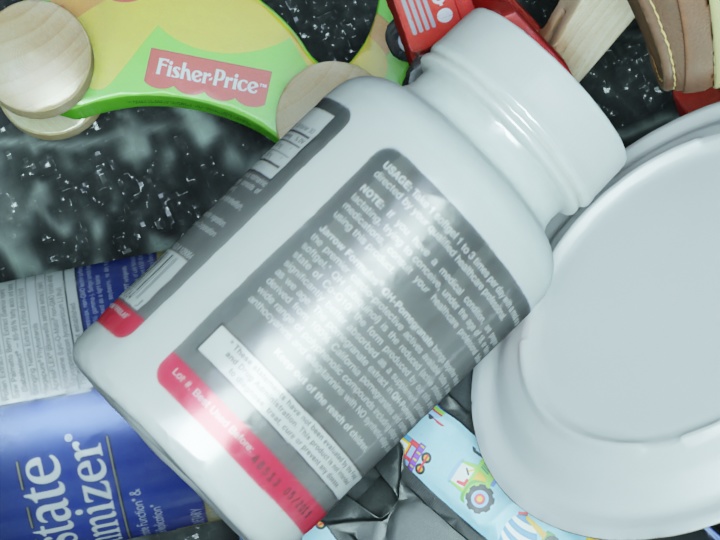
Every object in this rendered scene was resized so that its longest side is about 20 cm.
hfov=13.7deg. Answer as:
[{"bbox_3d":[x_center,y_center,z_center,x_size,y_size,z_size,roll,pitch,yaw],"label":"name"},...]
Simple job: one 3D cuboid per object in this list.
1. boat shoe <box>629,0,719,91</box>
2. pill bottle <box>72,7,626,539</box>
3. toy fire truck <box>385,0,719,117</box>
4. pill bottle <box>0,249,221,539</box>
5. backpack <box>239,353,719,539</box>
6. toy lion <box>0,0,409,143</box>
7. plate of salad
[{"bbox_3d":[0.084,-0.155,1.093,0.067,0.072,0.201,-20,110,1],"label":"boat shoe"},{"bbox_3d":[0.000,0.000,1.104,0.200,0.111,0.111,-44,87,-6],"label":"pill bottle"},{"bbox_3d":[0.082,-0.099,1.175,0.141,0.049,0.200,-21,121,-2],"label":"toy fire truck"},{"bbox_3d":[-0.143,0.061,1.201,0.199,0.112,0.112,-12,88,-3],"label":"pill bottle"},{"bbox_3d":[0.055,0.136,1.185,0.200,0.135,0.183,43,92,5],"label":"backpack"},{"bbox_3d":[-0.067,-0.142,1.240,0.199,0.069,0.192,13,83,4],"label":"toy lion"},{"bbox_3d":[0.130,0.018,1.098,0.200,0.200,0.048,-40,128,3],"label":"plate of salad"}]
